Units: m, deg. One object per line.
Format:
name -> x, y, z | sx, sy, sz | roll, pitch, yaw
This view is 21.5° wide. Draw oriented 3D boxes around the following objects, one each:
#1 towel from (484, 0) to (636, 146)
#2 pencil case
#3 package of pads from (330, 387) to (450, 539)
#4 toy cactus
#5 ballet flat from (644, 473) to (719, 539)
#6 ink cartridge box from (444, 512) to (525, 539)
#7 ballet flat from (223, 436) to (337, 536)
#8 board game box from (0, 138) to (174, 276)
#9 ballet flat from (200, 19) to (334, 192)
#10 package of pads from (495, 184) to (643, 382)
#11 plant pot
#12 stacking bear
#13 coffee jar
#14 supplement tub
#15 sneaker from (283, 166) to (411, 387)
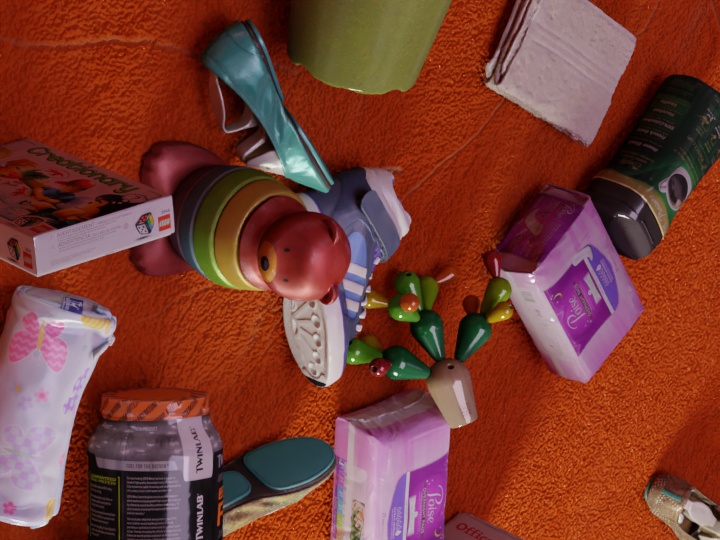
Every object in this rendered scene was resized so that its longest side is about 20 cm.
towel -> 0.210, -0.221, 1.983 | 0.200, 0.034, 0.133 | 26, 89, -48
pencil case -> -0.273, 0.113, 1.593 | 0.090, 0.083, 0.201 | 17, 95, -25
package of pads -> 0.031, 0.231, 1.955 | 0.120, 0.075, 0.201 | -16, 117, -39
toy cactus -> 0.083, 0.075, 1.905 | 0.199, 0.102, 0.166 | -24, 95, -32
ballet flat -> 0.428, 0.316, 2.398 | 0.200, 0.065, 0.071 | 31, 83, -47
ink cartridge box -> 0.098, 0.366, 2.026 | 0.200, 0.145, 0.084 | -35, 127, -30
ballet flat -> -0.110, 0.216, 1.823 | 0.199, 0.070, 0.071 | -19, 119, -40
board game box -> -0.253, -0.052, 1.460 | 0.126, 0.199, 0.035 | -20, 119, -39
ballet flat -> -0.091, -0.136, 1.702 | 0.070, 0.067, 0.201 | -30, 130, -3
package of pads -> 0.225, 0.017, 2.052 | 0.121, 0.075, 0.200 | -51, 135, -19
plant pot -> 0.012, -0.265, 1.674 | 0.199, 0.200, 0.191 | -11, 127, -42
stacking bear -> -0.091, -0.030, 1.633 | 0.113, 0.199, 0.122 | -5, 110, -44
coffee jar -> 0.330, -0.114, 2.108 | 0.200, 0.085, 0.104 | -52, 138, -17
supplement tub -> -0.182, 0.209, 1.681 | 0.122, 0.122, 0.202 | -4, 97, -44
sneaker -> 0.000, 0.000, 1.824 | 0.146, 0.080, 0.201 | -21, 115, -33
